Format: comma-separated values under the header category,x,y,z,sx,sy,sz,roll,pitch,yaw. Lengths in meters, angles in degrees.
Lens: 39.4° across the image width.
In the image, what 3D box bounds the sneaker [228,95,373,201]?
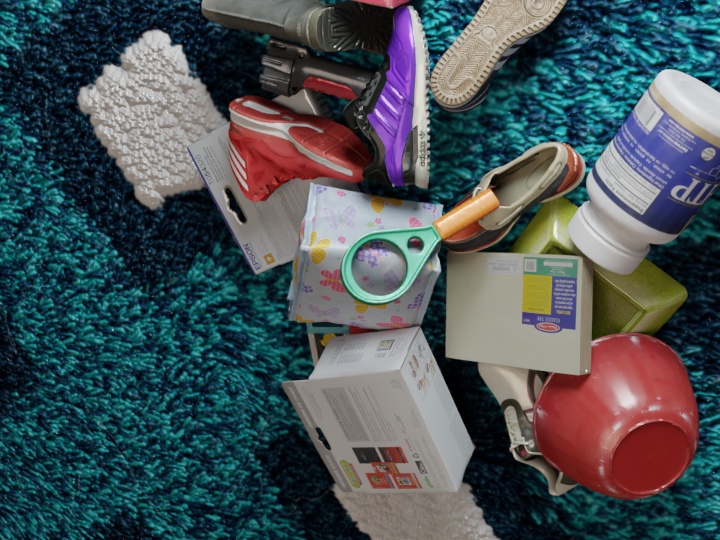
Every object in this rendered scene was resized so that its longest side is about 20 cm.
category,x,y,z,sx,sy,sz,roll,pitch,yaw
sneaker,-0.077,-0.128,1.230,0.199,0.078,0.116,30,129,23

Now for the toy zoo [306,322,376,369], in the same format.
category,x,y,z,sx,sy,sz,roll,pitch,yaw
toy zoo,-0.012,0.074,1.351,0.130,0.020,0.202,-1,110,24

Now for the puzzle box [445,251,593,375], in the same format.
category,x,y,z,sx,sy,sz,roll,pitch,yaw
puzzle box,0.182,0.046,1.181,0.199,0.025,0.135,4,94,46

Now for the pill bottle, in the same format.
category,x,y,z,sx,sy,sz,roll,pitch,yaw
pill bottle,0.313,-0.100,1.076,0.119,0.120,0.201,35,121,7

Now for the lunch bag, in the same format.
category,x,y,z,sx,sy,sz,roll,pitch,yaw
lunch bag,0.000,0.000,1.222,0.168,0.128,0.201,8,143,-3

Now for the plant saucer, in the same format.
category,x,y,z,sx,sy,sz,roll,pitch,yaw
plant saucer,0.251,0.045,1.206,0.199,0.048,0.200,37,121,6

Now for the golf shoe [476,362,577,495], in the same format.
category,x,y,z,sx,sy,sz,roll,pitch,yaw
golf shoe,0.211,0.184,1.249,0.200,0.088,0.077,46,148,3

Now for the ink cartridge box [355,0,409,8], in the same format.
category,x,y,z,sx,sy,sz,roll,pitch,yaw
ink cartridge box,0.033,-0.394,1.064,0.083,0.145,0.202,15,116,17

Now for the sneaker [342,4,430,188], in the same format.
category,x,y,z,sx,sy,sz,roll,pitch,yaw
sneaker,0.028,-0.191,1.116,0.098,0.070,0.202,-1,96,6

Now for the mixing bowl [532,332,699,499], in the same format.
category,x,y,z,sx,sy,sz,roll,pitch,yaw
mixing bowl,0.309,0.186,1.151,0.198,0.109,0.202,-5,114,-10

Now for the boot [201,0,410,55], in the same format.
category,x,y,z,sx,sy,sz,roll,pitch,yaw
boot,-0.060,-0.296,1.175,0.199,0.181,0.073,18,108,44

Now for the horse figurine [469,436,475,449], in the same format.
category,x,y,z,sx,sy,sz,roll,pitch,yaw
horse figurine,0.063,0.224,1.363,0.199,0.050,0.133,-19,108,31

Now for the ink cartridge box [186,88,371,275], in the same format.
category,x,y,z,sx,sy,sz,roll,pitch,yaw
ink cartridge box,-0.099,-0.116,1.298,0.199,0.043,0.198,-21,103,30

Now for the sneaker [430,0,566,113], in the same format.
category,x,y,z,sx,sy,sz,roll,pitch,yaw
sneaker,0.152,-0.256,1.122,0.070,0.108,0.200,44,91,4

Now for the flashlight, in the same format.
category,x,y,z,sx,sy,sz,roll,pitch,yaw
flashlight,-0.020,-0.212,1.189,0.198,0.068,0.068,15,161,5

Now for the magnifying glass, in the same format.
category,x,y,z,sx,sy,sz,roll,pitch,yaw
magnifying glass,0.067,-0.031,1.114,0.199,0.022,0.080,-31,83,-13

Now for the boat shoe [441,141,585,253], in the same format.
category,x,y,z,sx,sy,sz,roll,pitch,yaw
boat shoe,0.165,-0.085,1.169,0.199,0.062,0.072,-31,66,28

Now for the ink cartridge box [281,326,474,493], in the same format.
category,x,y,z,sx,sy,sz,roll,pitch,yaw
ink cartridge box,0.023,0.180,1.261,0.174,0.084,0.201,-8,121,30
